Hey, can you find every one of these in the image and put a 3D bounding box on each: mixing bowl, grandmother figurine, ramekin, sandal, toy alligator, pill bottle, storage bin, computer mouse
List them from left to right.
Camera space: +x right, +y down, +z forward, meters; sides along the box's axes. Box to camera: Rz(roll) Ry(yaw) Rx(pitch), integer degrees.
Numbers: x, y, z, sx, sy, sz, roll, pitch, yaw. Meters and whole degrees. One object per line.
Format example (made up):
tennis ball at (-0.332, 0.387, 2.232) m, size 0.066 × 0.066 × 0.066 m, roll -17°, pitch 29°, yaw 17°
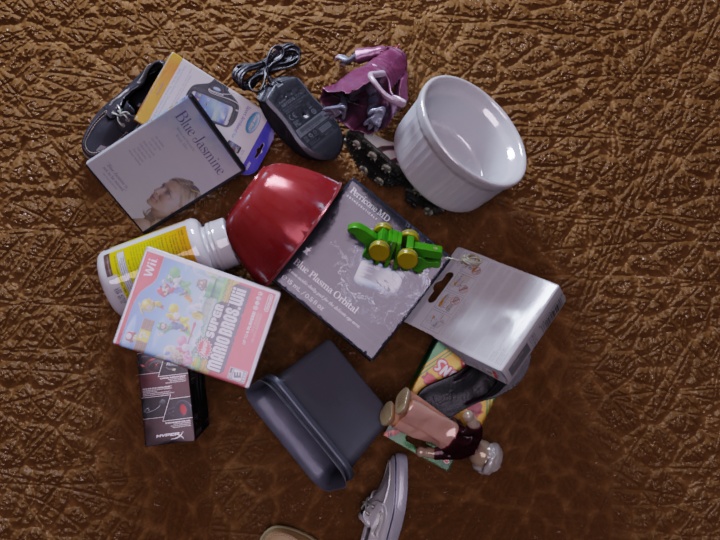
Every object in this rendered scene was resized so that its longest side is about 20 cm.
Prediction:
pill bottle at (-0.290, -0.011, 1.162) m, size 0.199 × 0.109 × 0.110 m, roll -21°, pitch 88°, yaw -2°
mixing bowl at (-0.129, -0.082, 1.118) m, size 0.108 × 0.200 × 0.201 m, roll 36°, pitch 87°, yaw -9°
computer mouse at (-0.105, -0.253, 1.202) m, size 0.138 × 0.053 × 0.201 m, roll -37°, pitch 92°, yaw -33°
storage bin at (-0.058, 0.214, 1.158) m, size 0.134 × 0.146 × 0.200 m, roll -38°, pitch 89°, yaw -30°
toy alligator at (0.073, -0.020, 1.091) m, size 0.198 × 0.059 × 0.055 m, roll 16°, pitch 128°, yaw -4°
grandmother figurine at (0.133, 0.244, 1.128) m, size 0.199 × 0.121 × 0.061 m, roll 32°, pitch 45°, yaw -17°
ramekin at (0.146, -0.186, 1.148) m, size 0.199 × 0.098 × 0.202 m, roll 20°, pitch 52°, yaw -27°
sandal at (0.178, 0.171, 1.150) m, size 0.200 × 0.048 × 0.076 m, roll -32°, pitch 89°, yaw -3°

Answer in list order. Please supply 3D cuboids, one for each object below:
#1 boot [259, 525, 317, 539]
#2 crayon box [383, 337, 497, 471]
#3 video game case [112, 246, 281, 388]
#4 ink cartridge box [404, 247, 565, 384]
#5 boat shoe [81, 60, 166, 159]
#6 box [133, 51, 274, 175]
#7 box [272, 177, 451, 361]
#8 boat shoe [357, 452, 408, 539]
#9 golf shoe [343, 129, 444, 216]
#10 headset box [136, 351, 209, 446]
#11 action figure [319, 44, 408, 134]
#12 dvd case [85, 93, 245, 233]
boot at (-0.070, 0.468, 1.124) m, size 0.200 × 0.155 × 0.073 m, roll 41°, pitch 87°, yaw 0°
crayon box at (0.137, 0.206, 1.197) m, size 0.126 × 0.051 × 0.201 m, roll 28°, pitch 87°, yaw -1°
video game case at (-0.227, 0.066, 1.060) m, size 0.199 × 0.017 × 0.144 m, roll 19°, pitch 86°, yaw -4°
ink cartridge box at (0.186, 0.064, 1.160) m, size 0.163 × 0.199 × 0.050 m, roll -52°, pitch 134°, yaw -15°
boat shoe at (-0.370, -0.256, 1.192) m, size 0.073 × 0.063 × 0.200 m, roll 44°, pitch 86°, yaw 1°
box at (-0.236, -0.233, 1.185) m, size 0.199 × 0.041 × 0.120 m, roll 31°, pitch 86°, yaw -23°
box at (0.000, 0.000, 1.169) m, size 0.196 × 0.117 × 0.200 m, roll 38°, pitch 86°, yaw 0°
boat shoe at (0.030, 0.382, 1.172) m, size 0.066 × 0.074 × 0.202 m, roll 9°, pitch 88°, yaw -4°
golf shoe at (0.066, -0.172, 1.209) m, size 0.199 × 0.077 × 0.088 m, roll 35°, pitch 67°, yaw -4°
headset box at (-0.281, 0.147, 1.135) m, size 0.074 × 0.149 × 0.202 m, roll -6°, pitch 87°, yaw -4°
action figure at (0.023, -0.303, 1.167) m, size 0.134 × 0.149 × 0.200 m, roll 39°, pitch 54°, yaw -9°
dvd case at (-0.297, -0.159, 1.161) m, size 0.199 × 0.018 × 0.143 m, roll -30°, pitch 118°, yaw 10°
